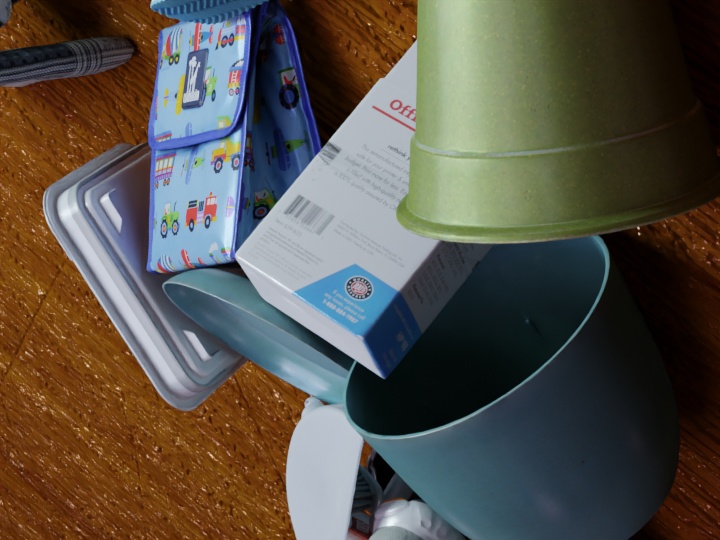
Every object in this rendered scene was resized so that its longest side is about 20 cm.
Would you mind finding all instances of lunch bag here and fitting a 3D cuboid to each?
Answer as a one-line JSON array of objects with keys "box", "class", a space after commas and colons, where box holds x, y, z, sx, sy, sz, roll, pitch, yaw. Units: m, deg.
[{"box": [-0.090, -0.104, 1.483, 0.150, 0.094, 0.200, -9, 85, 61], "class": "lunch bag"}]

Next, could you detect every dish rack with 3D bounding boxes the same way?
[{"box": [-0.144, -0.005, 1.588, 0.043, 0.172, 0.200, -29, 97, 27], "class": "dish rack"}]

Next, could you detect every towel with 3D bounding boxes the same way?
[{"box": [-0.308, -0.151, 1.616, 0.200, 0.192, 0.035, 2, 103, 49], "class": "towel"}]

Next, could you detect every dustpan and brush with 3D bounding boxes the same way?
[{"box": [-0.022, 0.135, 1.466, 0.200, 0.057, 0.140, -138, 52, -58], "class": "dustpan and brush"}]

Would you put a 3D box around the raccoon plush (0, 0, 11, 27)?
[{"box": [-0.285, -0.264, 1.497, 0.200, 0.134, 0.097, 60, 154, 25], "class": "raccoon plush"}]

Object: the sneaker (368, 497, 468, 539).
[{"box": [0.067, 0.248, 1.398, 0.200, 0.092, 0.076, 43, 144, -17], "class": "sneaker"}]

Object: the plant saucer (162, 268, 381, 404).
[{"box": [-0.049, 0.051, 1.469, 0.200, 0.027, 0.200, 28, 168, 7], "class": "plant saucer"}]

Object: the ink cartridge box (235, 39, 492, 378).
[{"box": [0.029, -0.044, 1.350, 0.116, 0.200, 0.067, 33, 166, 29], "class": "ink cartridge box"}]

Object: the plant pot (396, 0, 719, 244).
[{"box": [0.107, -0.134, 1.189, 0.200, 0.200, 0.190, 7, 111, 45], "class": "plant pot"}]

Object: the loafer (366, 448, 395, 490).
[{"box": [0.030, 0.151, 1.590, 0.072, 0.063, 0.200, 34, 140, 22], "class": "loafer"}]

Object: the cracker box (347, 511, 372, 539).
[{"box": [0.055, 0.250, 1.549, 0.200, 0.058, 0.134, 30, -179, 0], "class": "cracker box"}]

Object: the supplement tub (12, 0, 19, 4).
[{"box": [-0.333, -0.232, 1.561, 0.122, 0.200, 0.123, 28, 138, 29], "class": "supplement tub"}]

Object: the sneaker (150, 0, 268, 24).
[{"box": [-0.060, -0.225, 1.365, 0.200, 0.076, 0.081, -10, 73, 35], "class": "sneaker"}]

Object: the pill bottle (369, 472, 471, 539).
[{"box": [0.114, 0.192, 1.471, 0.200, 0.109, 0.109, 32, 142, 2], "class": "pill bottle"}]

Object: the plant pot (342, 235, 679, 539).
[{"box": [0.115, 0.095, 1.349, 0.200, 0.201, 0.161, -5, 129, 50], "class": "plant pot"}]
